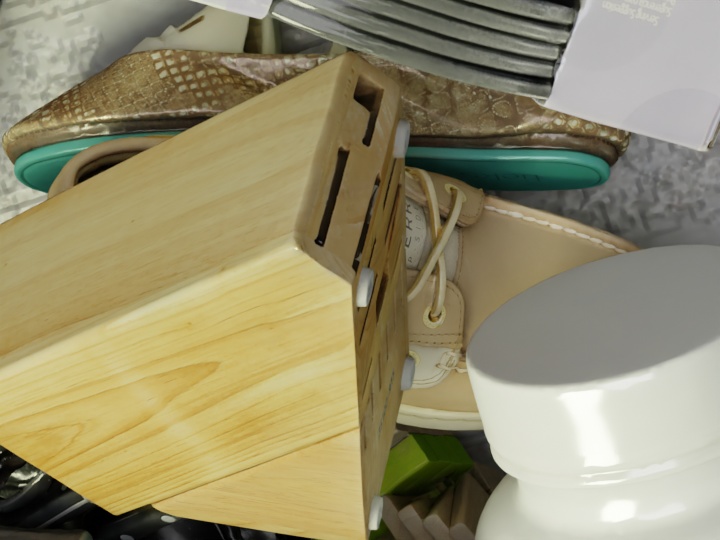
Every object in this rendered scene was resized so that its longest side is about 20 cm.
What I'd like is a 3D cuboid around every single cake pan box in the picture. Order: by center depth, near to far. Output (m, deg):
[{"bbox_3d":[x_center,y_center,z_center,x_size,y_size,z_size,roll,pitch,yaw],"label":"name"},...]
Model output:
[{"bbox_3d":[-0.004,-0.104,0.747,0.184,0.200,0.052,13,107,-23],"label":"cake pan box"}]

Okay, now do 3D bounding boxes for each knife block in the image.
[{"bbox_3d":[-0.076,0.014,0.751,0.175,0.064,0.200,9,147,7],"label":"knife block"}]

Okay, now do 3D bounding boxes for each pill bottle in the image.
[{"bbox_3d":[0.099,0.102,0.789,0.119,0.120,0.200,-15,110,10],"label":"pill bottle"}]

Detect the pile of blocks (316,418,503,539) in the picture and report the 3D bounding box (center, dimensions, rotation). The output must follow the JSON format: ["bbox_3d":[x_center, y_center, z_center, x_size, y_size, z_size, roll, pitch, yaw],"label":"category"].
[{"bbox_3d":[0.030,0.106,0.880,0.062,0.082,0.200,-38,97,14],"label":"pile of blocks"}]

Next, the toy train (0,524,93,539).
[{"bbox_3d":[-0.050,0.131,0.793,0.200,0.085,0.114,4,137,10],"label":"toy train"}]

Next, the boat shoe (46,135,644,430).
[{"bbox_3d":[0.000,0.000,0.818,0.200,0.069,0.074,6,66,-3],"label":"boat shoe"}]

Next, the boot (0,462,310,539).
[{"bbox_3d":[-0.096,0.106,0.895,0.158,0.079,0.211,-20,92,6],"label":"boot"}]

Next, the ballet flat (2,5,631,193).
[{"bbox_3d":[-0.014,-0.059,0.864,0.200,0.071,0.065,0,76,4],"label":"ballet flat"}]
